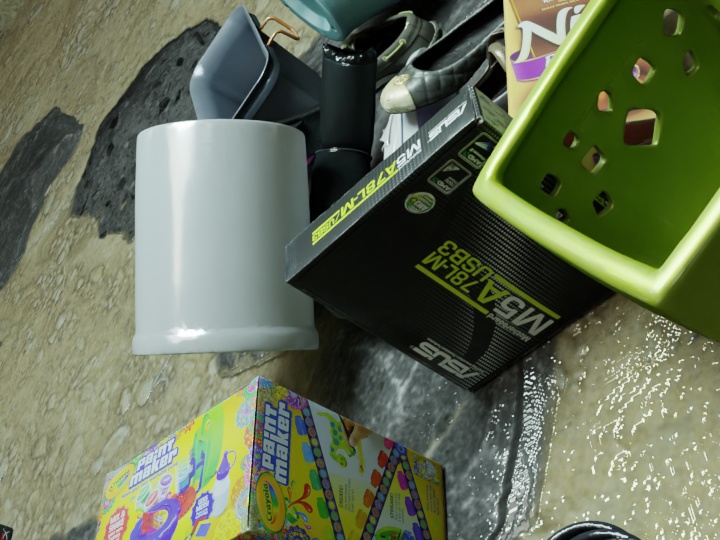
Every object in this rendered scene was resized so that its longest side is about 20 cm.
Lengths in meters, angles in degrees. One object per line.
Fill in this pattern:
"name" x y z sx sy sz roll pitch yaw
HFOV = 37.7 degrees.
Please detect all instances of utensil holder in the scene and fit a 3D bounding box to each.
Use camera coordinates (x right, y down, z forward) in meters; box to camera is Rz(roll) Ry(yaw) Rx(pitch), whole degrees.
"utensil holder" -0.126 -0.024 0.970 0.170 0.169 0.201 -8 82 51

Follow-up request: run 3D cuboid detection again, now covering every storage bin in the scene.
"storage bin" -0.100 -0.210 1.240 0.146 0.134 0.200 -52 33 18

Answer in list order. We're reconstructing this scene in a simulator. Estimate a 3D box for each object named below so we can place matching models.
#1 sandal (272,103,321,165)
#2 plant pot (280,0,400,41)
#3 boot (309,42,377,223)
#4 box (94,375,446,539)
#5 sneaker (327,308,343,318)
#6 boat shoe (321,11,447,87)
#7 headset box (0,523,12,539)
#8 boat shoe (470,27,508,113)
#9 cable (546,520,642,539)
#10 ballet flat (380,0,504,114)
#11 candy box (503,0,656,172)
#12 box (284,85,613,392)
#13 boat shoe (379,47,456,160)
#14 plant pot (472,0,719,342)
"sandal" -0.082 -0.128 1.146 0.200 0.076 0.048 -31 27 -5
"plant pot" -0.011 -0.364 1.158 0.188 0.200 0.200 -51 32 -4
"boot" -0.013 -0.134 1.035 0.198 0.073 0.163 -104 20 -72
"box" -0.070 0.204 0.808 0.200 0.192 0.123 -34 39 35
"sneaker" 0.000 0.000 1.014 0.082 0.074 0.200 -32 24 -14
"boat shoe" 0.016 -0.243 1.180 0.201 0.060 0.072 -4 61 53
"headset box" -0.564 0.377 1.347 0.077 0.200 0.149 -34 41 34
"boat shoe" 0.148 -0.179 0.931 0.200 0.073 0.075 -54 33 8
"cable" 0.121 0.250 0.638 0.163 0.051 0.201 15 78 57
"ballet flat" 0.097 -0.216 0.971 0.200 0.057 0.067 -37 43 4
"candy box" 0.172 -0.154 0.811 0.116 0.057 0.201 -7 44 12
"box" 0.080 -0.012 0.770 0.193 0.200 0.048 -40 35 26
"boat shoe" 0.048 -0.130 1.030 0.065 0.073 0.201 -23 46 38
"plant pot" 0.221 -0.058 0.629 0.201 0.181 0.199 -56 32 5
